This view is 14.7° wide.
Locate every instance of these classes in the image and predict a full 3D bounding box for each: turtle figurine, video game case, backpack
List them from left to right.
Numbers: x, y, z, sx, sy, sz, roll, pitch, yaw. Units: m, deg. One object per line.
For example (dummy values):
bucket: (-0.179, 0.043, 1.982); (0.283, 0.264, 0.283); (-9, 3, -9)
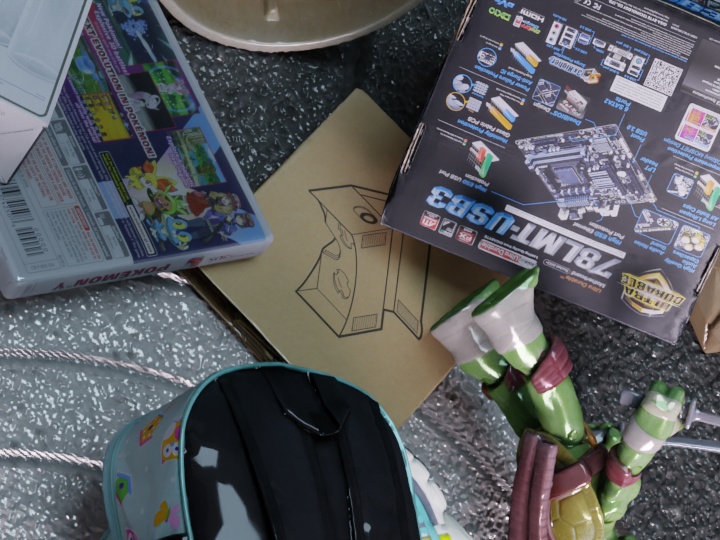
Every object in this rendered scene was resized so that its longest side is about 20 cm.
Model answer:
video game case: (-0.165, -0.084, 1.616); (0.181, 0.023, 0.201); (-10, 64, -38)
backpack: (-0.055, 0.156, 1.484); (0.175, 0.153, 0.201); (6, 71, -35)
turtle figurine: (0.147, 0.079, 1.671); (0.194, 0.199, 0.144); (55, 11, -6)

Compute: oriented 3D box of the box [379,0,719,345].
box: (0.137, -0.082, 1.656); (0.199, 0.199, 0.050); (22, 26, 0)

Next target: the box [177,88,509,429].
box: (0.000, 0.000, 1.699); (0.164, 0.021, 0.200); (47, 49, -3)

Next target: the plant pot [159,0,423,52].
plant pot: (-0.047, -0.270, 1.724); (0.199, 0.201, 0.184); (12, 47, -30)

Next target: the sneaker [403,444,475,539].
sneaker: (0.015, 0.161, 1.588); (0.200, 0.077, 0.080); (49, 57, -2)

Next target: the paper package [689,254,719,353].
paper package: (0.293, -0.059, 1.885); (0.199, 0.103, 0.192); (-12, 72, -40)

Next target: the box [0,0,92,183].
box: (-0.214, -0.160, 1.581); (0.116, 0.060, 0.201); (27, 46, -14)

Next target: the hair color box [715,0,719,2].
hair color box: (0.183, -0.171, 1.715); (0.199, 0.064, 0.112); (-14, 75, 4)
